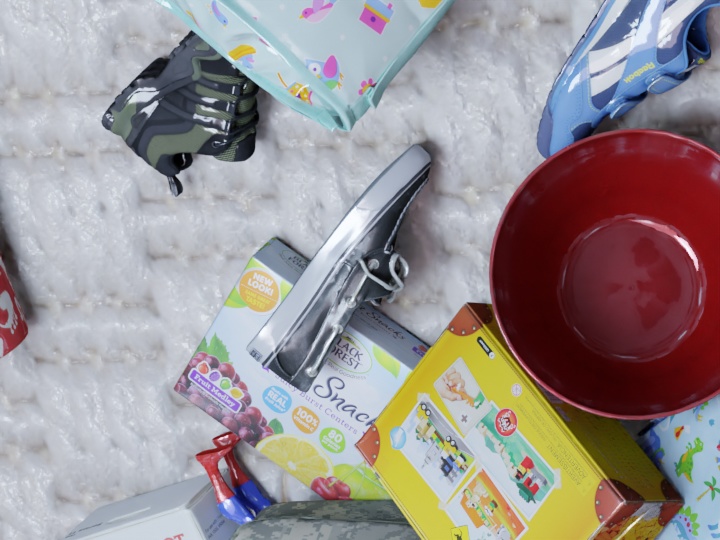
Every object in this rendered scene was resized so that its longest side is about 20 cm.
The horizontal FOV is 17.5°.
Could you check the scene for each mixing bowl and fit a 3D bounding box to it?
[{"bbox_3d":[0.192,0.008,1.648,0.199,0.108,0.201,-1,83,5],"label":"mixing bowl"}]

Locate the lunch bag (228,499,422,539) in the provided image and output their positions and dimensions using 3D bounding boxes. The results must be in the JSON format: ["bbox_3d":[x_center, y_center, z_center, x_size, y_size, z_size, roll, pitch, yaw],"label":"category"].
[{"bbox_3d":[-0.010,0.252,1.741,0.199,0.168,0.140,-1,101,15],"label":"lunch bag"}]

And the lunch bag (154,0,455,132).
[{"bbox_3d":[-0.035,-0.213,1.629,0.200,0.122,0.171,38,75,4],"label":"lunch bag"}]

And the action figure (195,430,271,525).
[{"bbox_3d":[-0.047,0.219,1.869,0.099,0.065,0.201,-17,101,25],"label":"action figure"}]

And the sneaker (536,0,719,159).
[{"bbox_3d":[0.192,-0.146,1.630,0.082,0.074,0.200,35,119,4],"label":"sneaker"}]

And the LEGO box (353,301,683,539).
[{"bbox_3d":[0.109,0.144,1.669,0.149,0.077,0.200,-53,57,24],"label":"LEGO box"}]

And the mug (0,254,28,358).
[{"bbox_3d":[-0.356,-0.024,1.884,0.133,0.178,0.201,-25,107,-9],"label":"mug"}]

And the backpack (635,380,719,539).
[{"bbox_3d":[0.269,0.155,1.659,0.200,0.154,0.164,-33,54,25],"label":"backpack"}]

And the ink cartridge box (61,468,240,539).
[{"bbox_3d":[-0.140,0.279,1.917,0.146,0.083,0.201,-18,103,27],"label":"ink cartridge box"}]

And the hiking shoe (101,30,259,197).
[{"bbox_3d":[-0.100,-0.137,1.757,0.200,0.076,0.101,-34,104,37],"label":"hiking shoe"}]

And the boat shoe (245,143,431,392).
[{"bbox_3d":[0.000,0.000,1.735,0.068,0.074,0.200,37,86,-1],"label":"boat shoe"}]

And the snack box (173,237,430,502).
[{"bbox_3d":[-0.027,0.090,1.817,0.200,0.053,0.142,35,116,5],"label":"snack box"}]
